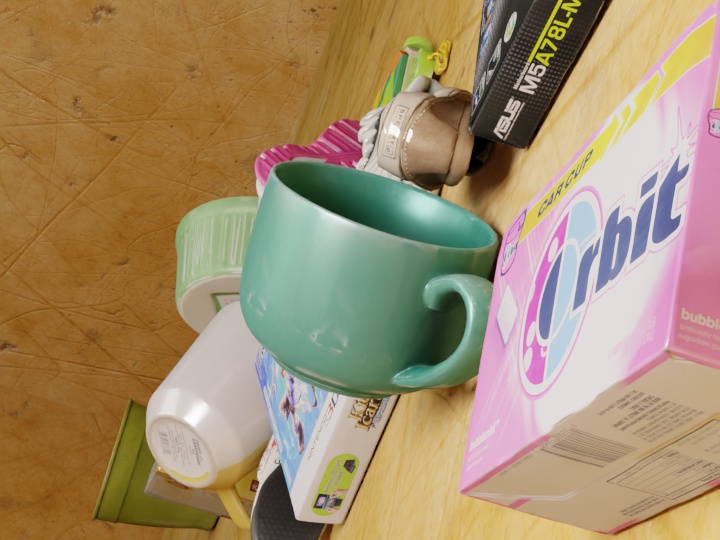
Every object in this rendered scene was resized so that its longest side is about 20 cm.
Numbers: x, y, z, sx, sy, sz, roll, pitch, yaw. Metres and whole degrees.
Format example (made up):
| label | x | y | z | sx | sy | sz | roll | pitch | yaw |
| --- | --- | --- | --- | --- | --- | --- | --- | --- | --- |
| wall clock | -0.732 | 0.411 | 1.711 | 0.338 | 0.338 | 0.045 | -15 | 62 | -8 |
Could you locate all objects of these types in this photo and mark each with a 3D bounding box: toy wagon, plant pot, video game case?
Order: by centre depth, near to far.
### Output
| label | x | y | z | sx | sy | sz | roll | pitch | yaw |
| --- | --- | --- | --- | --- | --- | --- | --- | --- | --- |
| video game case | -0.027 | 0.069 | 1.158 | 0.201 | 0.045 | 0.183 | -112 | 38 | -51 |
| toy wagon | 0.040 | -0.163 | 1.424 | 0.200 | 0.039 | 0.156 | 118 | 167 | -56 |
| plant pot | -0.310 | 0.329 | 2.284 | 0.200 | 0.191 | 0.202 | -163 | 90 | -83 |

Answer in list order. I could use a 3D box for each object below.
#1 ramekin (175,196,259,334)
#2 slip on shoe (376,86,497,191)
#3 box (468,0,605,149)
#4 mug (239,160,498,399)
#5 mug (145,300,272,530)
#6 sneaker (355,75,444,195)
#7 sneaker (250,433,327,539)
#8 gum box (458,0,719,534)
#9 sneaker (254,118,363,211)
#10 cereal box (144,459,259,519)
| label | x | y | z | sx | sy | sz | roll | pitch | yaw |
| --- | --- | --- | --- | --- | --- | --- | --- | --- | --- |
| ramekin | -0.125 | 0.010 | 1.673 | 0.200 | 0.198 | 0.099 | 118 | 160 | -55 |
| slip on shoe | 0.065 | -0.089 | 0.986 | 0.200 | 0.060 | 0.077 | -5 | -67 | -76 |
| box | 0.125 | -0.211 | 0.890 | 0.194 | 0.047 | 0.201 | 112 | 171 | -50 |
| mug | 0.001 | 0.016 | 0.878 | 0.185 | 0.150 | 0.116 | -97 | 24 | -72 |
| mug | -0.115 | 0.145 | 1.369 | 0.149 | 0.187 | 0.153 | -43 | 0 | 45 |
| sneaker | 0.037 | -0.085 | 1.174 | 0.081 | 0.075 | 0.201 | -43 | 30 | 36 |
| sneaker | -0.060 | 0.198 | 1.254 | 0.203 | 0.067 | 0.108 | -79 | 6 | -46 |
| gum box | 0.101 | 0.009 | 0.479 | 0.200 | 0.065 | 0.115 | 125 | 160 | -65 |
| sneaker | -0.027 | -0.072 | 1.275 | 0.199 | 0.081 | 0.089 | -19 | -39 | -44 |
| cereal box | -0.172 | 0.250 | 1.647 | 0.200 | 0.142 | 0.040 | 131 | 156 | -70 |
